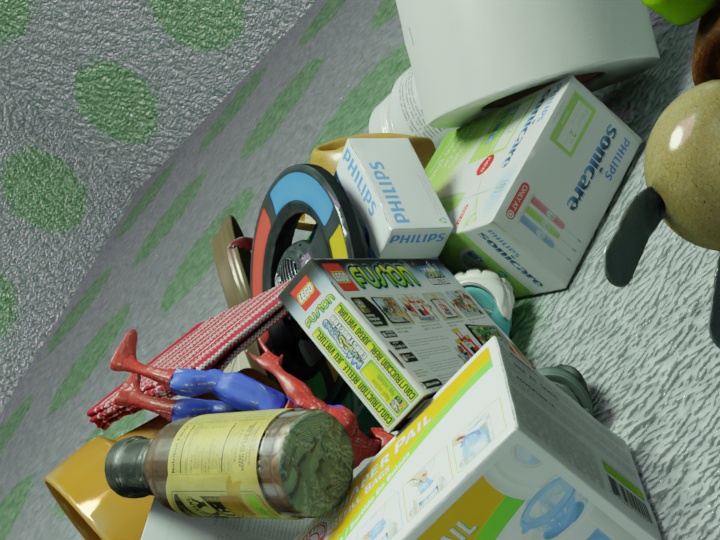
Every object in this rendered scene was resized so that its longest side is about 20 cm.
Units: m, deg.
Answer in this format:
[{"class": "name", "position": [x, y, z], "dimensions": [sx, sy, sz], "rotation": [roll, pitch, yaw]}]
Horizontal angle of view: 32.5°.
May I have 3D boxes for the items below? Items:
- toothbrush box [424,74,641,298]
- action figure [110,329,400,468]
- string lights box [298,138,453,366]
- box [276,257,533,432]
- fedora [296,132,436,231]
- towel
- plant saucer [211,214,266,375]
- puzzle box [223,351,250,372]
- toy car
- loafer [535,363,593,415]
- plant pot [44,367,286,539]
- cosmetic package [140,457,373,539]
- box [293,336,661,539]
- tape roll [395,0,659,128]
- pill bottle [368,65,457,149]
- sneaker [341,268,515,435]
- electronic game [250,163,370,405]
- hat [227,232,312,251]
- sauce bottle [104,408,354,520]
[{"class": "toothbrush box", "position": [0.115, -0.055, 1.013], "dimensions": [0.147, 0.086, 0.199], "rotation": [-58, 19, -20]}, {"class": "action figure", "position": [-0.063, 0.089, 0.808], "dimensions": [0.052, 0.197, 0.066], "rotation": [-60, -16, -47]}, {"class": "string lights box", "position": [0.000, 0.000, 1.015], "dimensions": [0.104, 0.058, 0.201], "rotation": [66, 146, 36]}, {"class": "box", "position": [0.037, 0.042, 0.806], "dimensions": [0.035, 0.110, 0.199], "rotation": [-47, -19, 19]}, {"class": "fedora", "position": [0.014, -0.086, 1.173], "dimensions": [0.201, 0.198, 0.083], "rotation": [-140, 47, -74]}, {"class": "towel", "position": [-0.121, 0.063, 0.960], "dimensions": [0.144, 0.023, 0.199], "rotation": [-41, 10, -37]}, {"class": "plant saucer", "position": [-0.105, 0.044, 1.221], "dimensions": [0.029, 0.202, 0.200], "rotation": [-20, 19, 0]}, {"class": "puzzle box", "position": [-0.132, 0.158, 1.254], "dimensions": [0.200, 0.025, 0.135], "rotation": [-112, 40, -72]}, {"class": "toy car", "position": [0.211, -0.064, 0.661], "dimensions": [0.202, 0.163, 0.158], "rotation": [-62, 17, -2]}, {"class": "loafer", "position": [0.070, 0.133, 0.796], "dimensions": [0.199, 0.072, 0.063], "rotation": [-40, -1, 15]}, {"class": "plant pot", "position": [-0.121, 0.184, 0.995], "dimensions": [0.183, 0.201, 0.200], "rotation": [-40, 12, -20]}, {"class": "cosmetic package", "position": [-0.075, 0.195, 0.843], "dimensions": [0.201, 0.149, 0.052], "rotation": [-78, 6, -47]}, {"class": "box", "position": [0.051, 0.157, 0.687], "dimensions": [0.200, 0.112, 0.102], "rotation": [-48, 16, 18]}, {"class": "tape roll", "position": [0.136, -0.214, 1.030], "dimensions": [0.200, 0.141, 0.203], "rotation": [-14, -1, 0]}, {"class": "pill bottle", "position": [0.101, -0.175, 1.252], "dimensions": [0.199, 0.113, 0.114], "rotation": [-32, 24, 48]}, {"class": "sneaker", "position": [0.042, 0.076, 0.962], "dimensions": [0.200, 0.077, 0.080], "rotation": [-42, 31, 35]}, {"class": "electronic game", "position": [-0.045, 0.016, 0.992], "dimensions": [0.199, 0.041, 0.203], "rotation": [9, 101, 62]}, {"class": "hat", "position": [-0.051, -0.027, 1.235], "dimensions": [0.167, 0.175, 0.199], "rotation": [-58, 18, -18]}, {"class": "sauce bottle", "position": [-0.089, 0.121, 0.767], "dimensions": [0.199, 0.065, 0.065], "rotation": [-11, 41, 47]}]
